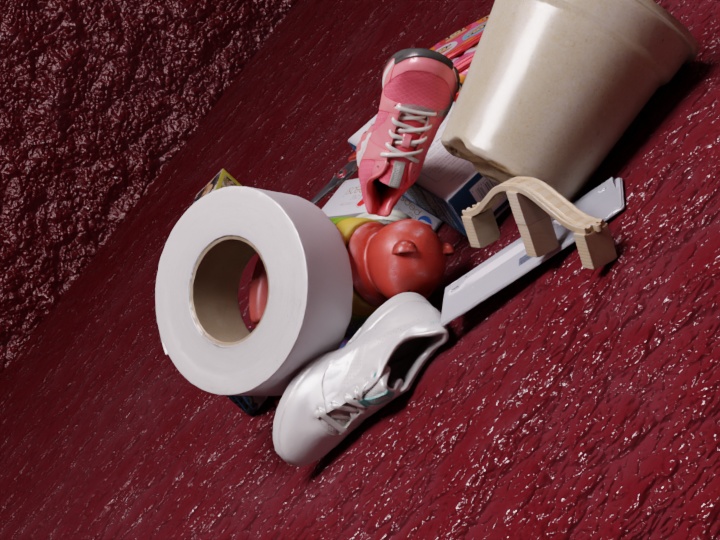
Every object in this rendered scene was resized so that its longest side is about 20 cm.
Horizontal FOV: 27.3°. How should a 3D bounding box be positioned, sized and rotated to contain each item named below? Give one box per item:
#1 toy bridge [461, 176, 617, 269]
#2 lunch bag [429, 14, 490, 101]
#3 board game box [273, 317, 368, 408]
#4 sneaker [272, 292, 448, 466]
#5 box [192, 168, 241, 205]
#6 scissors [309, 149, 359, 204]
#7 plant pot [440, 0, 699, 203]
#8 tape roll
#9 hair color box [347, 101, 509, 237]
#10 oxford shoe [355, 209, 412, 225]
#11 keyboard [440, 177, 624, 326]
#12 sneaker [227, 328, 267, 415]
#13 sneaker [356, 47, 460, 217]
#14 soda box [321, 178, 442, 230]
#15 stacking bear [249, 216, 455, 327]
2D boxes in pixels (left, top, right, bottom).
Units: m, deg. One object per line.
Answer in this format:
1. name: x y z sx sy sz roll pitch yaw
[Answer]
1. toy bridge: 0.146 -0.045 1.260 0.027 0.067 0.200 -26 17 -22
2. lunch bag: 0.141 -0.227 1.656 0.200 0.082 0.176 -31 15 8
3. board game box: -0.014 0.078 1.533 0.200 0.019 0.103 -48 15 4
4. sneaker: 0.001 0.107 1.352 0.200 0.075 0.088 -47 28 1
5. box: -0.252 -0.096 2.497 0.075 0.050 0.200 -43 18 21
6. scissors: -0.010 -0.107 1.518 0.200 0.014 0.073 -35 39 5
7. plant pot: 0.173 -0.162 1.336 0.184 0.200 0.200 -61 17 -1
8. tape roll: -0.105 0.022 1.425 0.202 0.071 0.203 -4 84 38
9. hair color box: 0.083 -0.116 1.510 0.100 0.061 0.200 -42 37 -8
10. oxford shoe: -0.002 -0.005 1.581 0.200 0.075 0.058 -42 36 50
11. keyboard: 0.150 -0.015 1.307 0.200 0.011 0.056 -35 26 24
12. sneaker: -0.108 0.092 1.594 0.077 0.076 0.200 -47 -1 -21
13. sneaker: 0.045 -0.122 1.381 0.200 0.074 0.087 112 166 -54
14. soda box: 0.023 -0.064 1.668 0.064 0.068 0.200 -52 17 -15
15. stacking bear: 0.000 0.000 1.453 0.200 0.121 0.114 -11 74 45
